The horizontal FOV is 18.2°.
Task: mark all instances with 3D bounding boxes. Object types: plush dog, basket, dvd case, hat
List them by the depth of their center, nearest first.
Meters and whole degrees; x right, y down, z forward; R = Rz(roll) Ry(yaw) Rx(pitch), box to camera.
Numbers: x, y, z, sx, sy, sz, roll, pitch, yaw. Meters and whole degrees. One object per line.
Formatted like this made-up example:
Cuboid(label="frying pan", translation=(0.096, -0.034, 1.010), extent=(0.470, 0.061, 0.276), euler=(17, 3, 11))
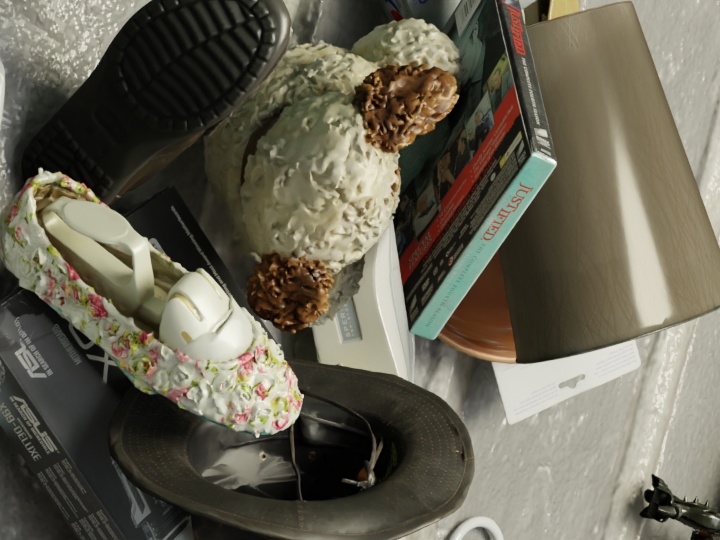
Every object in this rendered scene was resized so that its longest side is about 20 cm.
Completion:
Cuboid(label="hat", translation=(-0.040, 0.120, 1.222), extent=(0.200, 0.200, 0.082), euler=(-22, 131, -43))
Cuboid(label="plush dog", translation=(-0.029, -0.062, 1.290), extent=(0.160, 0.172, 0.201), euler=(24, 99, -23))
Cuboid(label="dvd case", translation=(0.061, -0.076, 1.343), extent=(0.022, 0.201, 0.146), euler=(19, 125, -22))
Cuboid(label="basket", translation=(0.144, -0.059, 1.427), extent=(0.180, 0.135, 0.202), euler=(-19, 94, -54))

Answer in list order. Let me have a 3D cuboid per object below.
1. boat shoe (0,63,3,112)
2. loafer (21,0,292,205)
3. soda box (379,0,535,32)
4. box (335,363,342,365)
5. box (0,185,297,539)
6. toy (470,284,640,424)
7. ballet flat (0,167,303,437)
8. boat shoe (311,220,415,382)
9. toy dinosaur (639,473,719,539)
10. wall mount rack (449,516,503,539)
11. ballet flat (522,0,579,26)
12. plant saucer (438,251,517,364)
Cuboid(label="boat shoe", translation=(-0.224, -0.022, 1.184), extent=(0.068, 0.072, 0.202), euler=(7, 82, -47))
Cuboid(label="loafer", translation=(-0.108, -0.101, 1.236), extent=(0.073, 0.199, 0.071), euler=(55, 32, -1))
Cuboid(label="soda box", translation=(0.104, -0.219, 1.453), extent=(0.199, 0.068, 0.064), euler=(-34, 123, -9))
Cuboid(label="box", translation=(-0.081, 0.134, 1.355), extent=(0.200, 0.075, 0.050), euler=(-38, 98, -36))
Cuboid(label="box", translation=(-0.116, 0.077, 1.275), extent=(0.157, 0.050, 0.201), euler=(-36, 95, -37))
Cuboid(label="toy", translation=(0.115, -0.009, 1.561), extent=(0.114, 0.047, 0.202), euler=(-21, 104, -22))
Cuboid(label="ballet flat", translation=(-0.114, 0.015, 1.195), extent=(0.076, 0.199, 0.064), euler=(-47, 164, -42))
Cuboid(label="boat shoe", translation=(0.000, 0.000, 1.435), extent=(0.068, 0.071, 0.202), euler=(-31, 106, -75))
Cuboid(label="toy dinosaur", translation=(0.276, 0.219, 1.705), extent=(0.200, 0.135, 0.103), euler=(108, -1, -59))
Cuboid(label="wall mount rack", translation=(0.063, 0.261, 1.533), extent=(0.173, 0.074, 0.202), euler=(30, 73, -45))
Cuboid(label="ballet flat", translation=(0.115, -0.226, 1.519), extent=(0.063, 0.068, 0.202), euler=(-22, 111, -42))
Cuboid(label="plant saucer", translation=(0.103, -0.039, 1.506), extent=(0.198, 0.037, 0.202), euler=(-1, 94, -17))
